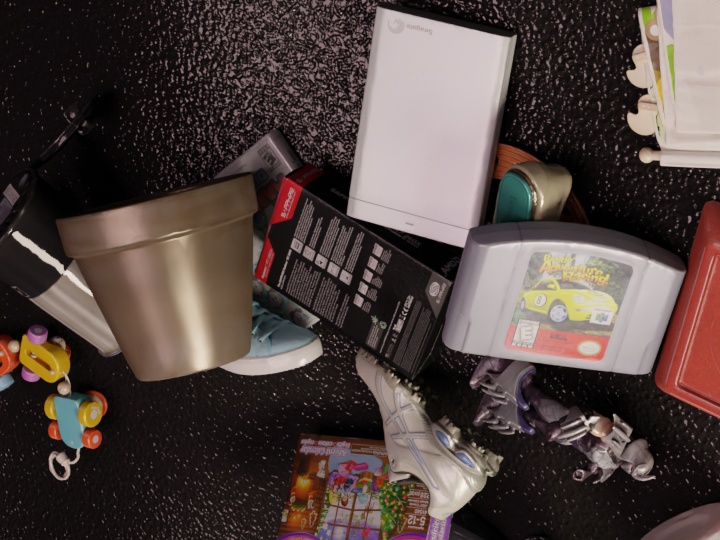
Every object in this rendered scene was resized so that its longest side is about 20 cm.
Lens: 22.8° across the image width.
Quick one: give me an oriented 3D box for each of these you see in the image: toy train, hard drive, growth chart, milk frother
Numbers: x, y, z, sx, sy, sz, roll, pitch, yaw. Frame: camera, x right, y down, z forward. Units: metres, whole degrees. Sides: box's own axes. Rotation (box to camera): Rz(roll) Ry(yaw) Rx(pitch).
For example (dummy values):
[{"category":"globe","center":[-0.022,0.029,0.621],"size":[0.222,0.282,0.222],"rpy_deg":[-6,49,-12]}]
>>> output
[{"category":"toy train","center":[-0.370,0.138,2.097],"size":[0.201,0.055,0.150],"rpy_deg":[53,132,6]},{"category":"hard drive","center":[0.063,-0.131,1.635],"size":[0.131,0.027,0.202],"rpy_deg":[16,111,19]},{"category":"growth chart","center":[0.289,-0.174,1.489],"size":[0.144,0.018,0.202],"rpy_deg":[14,120,31]},{"category":"milk frother","center":[-0.285,-0.052,1.893],"size":[0.200,0.181,0.188],"rpy_deg":[-44,119,15]}]

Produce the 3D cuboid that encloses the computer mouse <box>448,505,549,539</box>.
[{"category":"computer mouse","center":[0.094,0.280,1.831],"size":[0.199,0.053,0.139],"rpy_deg":[37,129,16]}]

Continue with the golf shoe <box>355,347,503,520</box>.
[{"category":"golf shoe","center":[0.044,0.158,1.749],"size":[0.098,0.078,0.200],"rpy_deg":[-52,52,11]}]

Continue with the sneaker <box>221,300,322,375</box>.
[{"category":"sneaker","center":[-0.129,0.052,1.836],"size":[0.198,0.074,0.083],"rpy_deg":[7,120,32]}]

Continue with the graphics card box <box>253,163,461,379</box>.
[{"category":"graphics card box","center":[0.000,0.000,1.734],"size":[0.199,0.051,0.126],"rpy_deg":[32,125,18]}]

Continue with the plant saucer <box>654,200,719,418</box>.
[{"category":"plant saucer","center":[0.358,0.067,1.547],"size":[0.199,0.037,0.201],"rpy_deg":[25,125,23]}]

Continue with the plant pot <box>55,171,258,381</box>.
[{"category":"plant pot","center":[-0.184,0.010,1.752],"size":[0.199,0.199,0.175],"rpy_deg":[-8,97,38]}]

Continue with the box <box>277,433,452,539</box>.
[{"category":"box","center":[0.007,0.243,1.823],"size":[0.199,0.039,0.138],"rpy_deg":[0,72,41]}]

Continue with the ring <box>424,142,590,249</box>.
[{"category":"ring","center":[0.133,-0.027,1.674],"size":[0.199,0.019,0.202],"rpy_deg":[15,119,29]}]

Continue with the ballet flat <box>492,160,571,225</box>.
[{"category":"ballet flat","center":[0.145,-0.016,1.617],"size":[0.069,0.069,0.201],"rpy_deg":[32,131,19]}]

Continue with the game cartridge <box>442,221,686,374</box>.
[{"category":"game cartridge","center":[0.181,0.022,1.581],"size":[0.198,0.041,0.134],"rpy_deg":[7,119,-9]}]

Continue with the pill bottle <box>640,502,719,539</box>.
[{"category":"pill bottle","center":[0.337,0.327,1.639],"size":[0.114,0.114,0.201],"rpy_deg":[-26,96,41]}]

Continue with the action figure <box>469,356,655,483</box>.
[{"category":"action figure","center":[0.194,0.149,1.671],"size":[0.199,0.069,0.131],"rpy_deg":[28,158,34]}]

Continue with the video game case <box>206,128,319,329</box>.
[{"category":"video game case","center":[-0.097,-0.022,1.838],"size":[0.199,0.024,0.183],"rpy_deg":[-34,90,41]}]
